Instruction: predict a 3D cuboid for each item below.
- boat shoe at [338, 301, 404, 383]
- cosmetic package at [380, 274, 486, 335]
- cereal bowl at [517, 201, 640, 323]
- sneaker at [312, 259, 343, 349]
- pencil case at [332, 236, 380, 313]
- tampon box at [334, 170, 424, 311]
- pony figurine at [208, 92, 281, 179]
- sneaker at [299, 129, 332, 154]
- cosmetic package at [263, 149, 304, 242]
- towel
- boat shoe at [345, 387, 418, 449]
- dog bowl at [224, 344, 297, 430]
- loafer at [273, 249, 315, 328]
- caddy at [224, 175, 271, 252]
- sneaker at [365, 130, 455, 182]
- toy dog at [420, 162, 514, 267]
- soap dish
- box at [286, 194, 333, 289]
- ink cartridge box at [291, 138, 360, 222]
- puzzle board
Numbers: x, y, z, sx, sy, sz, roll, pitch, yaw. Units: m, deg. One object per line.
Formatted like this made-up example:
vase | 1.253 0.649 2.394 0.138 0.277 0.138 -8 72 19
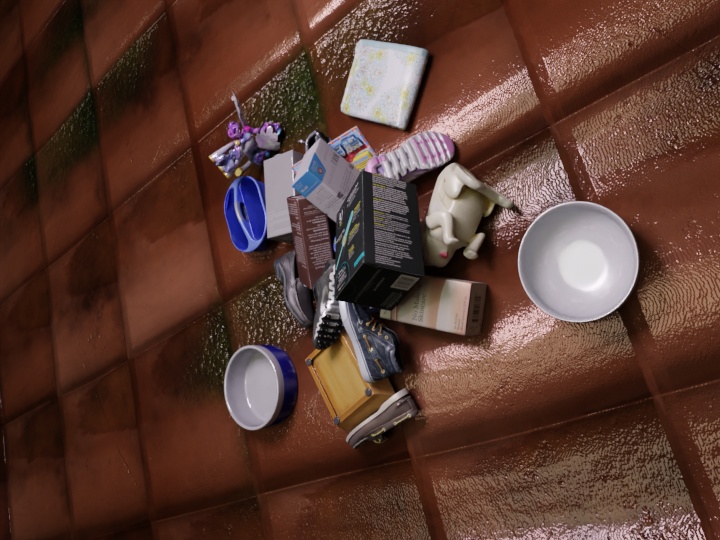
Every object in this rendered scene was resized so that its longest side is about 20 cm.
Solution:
boat shoe | 0.025 0.124 1.113 0.089 0.071 0.206 -19 92 22
cosmetic package | 0.145 0.062 1.090 0.195 0.086 0.107 7 91 36
cereal bowl | 0.378 -0.013 0.931 0.195 0.082 0.208 -3 85 35
sneaker | -0.070 0.068 1.177 0.090 0.065 0.207 21 97 55
pencil case | 0.000 0.000 1.202 0.078 0.084 0.205 114 137 -63
tampon box | 0.031 -0.054 1.035 0.150 0.122 0.206 129 147 -53
pony figurine | -0.283 -0.325 1.349 0.200 0.193 0.167 -43 88 -3
sneaker | -0.057 -0.267 1.246 0.196 0.112 0.078 23 98 35
cosmetic package | -0.177 -0.182 1.346 0.104 0.089 0.208 -8 79 34
towel | 0.050 -0.425 1.226 0.197 0.048 0.177 24 103 35
boat shoe | 0.044 0.331 1.152 0.200 0.071 0.060 -46 70 25
dog bowl | -0.253 0.292 1.363 0.195 0.078 0.208 -4 84 35
loafer | -0.150 0.041 1.316 0.072 0.072 0.204 -34 68 23
caddy | -0.286 -0.144 1.405 0.139 0.104 0.205 -30 69 28
sneaker | 0.108 -0.226 1.152 0.195 0.088 0.083 -20 73 9
toy dog | 0.166 -0.101 1.062 0.203 0.137 0.194 -58 46 17
soap dish | -0.030 0.234 1.206 0.157 0.080 0.203 -42 65 25
box | -0.112 -0.070 1.239 0.100 0.073 0.207 -157 59 -66
ink cartridge box | -0.044 -0.174 1.175 0.066 0.198 0.118 -33 30 39
puzzle board | -0.043 -0.220 1.224 0.196 0.151 0.018 -22 34 32
